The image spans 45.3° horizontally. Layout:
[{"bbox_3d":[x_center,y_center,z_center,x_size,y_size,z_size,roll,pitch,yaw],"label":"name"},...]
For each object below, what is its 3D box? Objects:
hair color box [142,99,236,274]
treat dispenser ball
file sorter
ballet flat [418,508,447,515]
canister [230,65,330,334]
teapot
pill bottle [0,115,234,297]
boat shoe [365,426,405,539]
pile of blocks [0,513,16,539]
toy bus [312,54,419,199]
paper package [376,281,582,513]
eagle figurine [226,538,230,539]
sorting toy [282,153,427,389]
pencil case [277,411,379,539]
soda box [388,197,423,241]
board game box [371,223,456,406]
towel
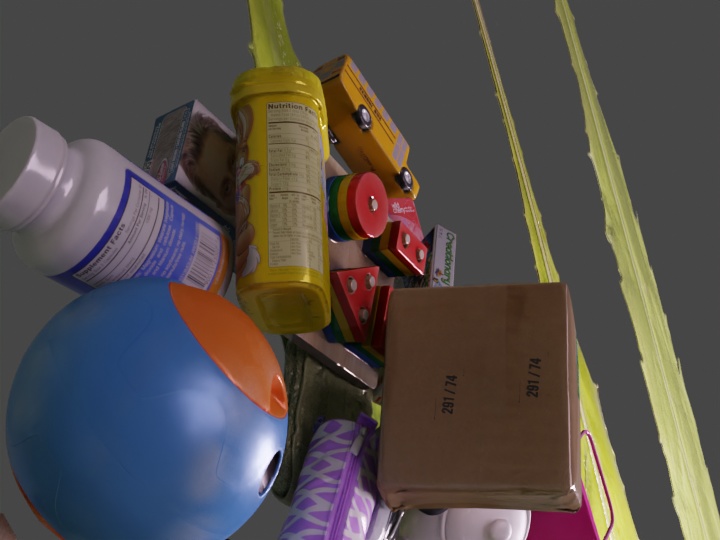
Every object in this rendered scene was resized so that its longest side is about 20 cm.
[{"bbox_3d":[-0.129,-0.067,0.878,0.200,0.060,0.102,40,44,-42],"label":"hair color box"},{"bbox_3d":[-0.151,0.107,0.625,0.200,0.198,0.204,32,50,-47],"label":"treat dispenser ball"},{"bbox_3d":[0.214,0.298,1.123,0.125,0.197,0.141,-17,90,-61],"label":"file sorter"},{"bbox_3d":[0.100,0.163,0.922,0.073,0.072,0.203,38,62,-43],"label":"ballet flat"},{"bbox_3d":[-0.070,-0.058,0.787,0.149,0.085,0.204,85,2,-69],"label":"canister"},{"bbox_3d":[0.124,0.270,0.975,0.195,0.145,0.203,21,81,-26],"label":"teapot"},{"bbox_3d":[-0.204,-0.033,0.693,0.199,0.111,0.114,37,46,-44],"label":"pill bottle"},{"bbox_3d":[0.015,0.255,0.881,0.071,0.071,0.201,55,51,-32],"label":"boat shoe"},{"bbox_3d":[-0.272,0.177,0.542,0.082,0.061,0.203,-65,137,-72],"label":"pile of blocks"},{"bbox_3d":[0.006,-0.177,1.144,0.201,0.064,0.079,52,35,-31],"label":"toy bus"},{"bbox_3d":[0.117,0.125,0.837,0.104,0.187,0.203,64,27,-61],"label":"paper package"},{"bbox_3d":[-0.131,0.309,0.663,0.153,0.149,0.200,-61,177,-3],"label":"eagle figurine"},{"bbox_3d":[0.000,0.000,0.931,0.199,0.069,0.203,41,52,-50],"label":"sorting toy"},{"bbox_3d":[-0.025,0.222,0.787,0.083,0.086,0.201,34,34,-12],"label":"pencil case"},{"bbox_3d":[0.005,-0.049,1.082,0.199,0.063,0.071,-11,85,-58],"label":"soda box"},{"bbox_3d":[0.065,0.053,1.052,0.034,0.126,0.202,27,42,-16],"label":"board game box"},{"bbox_3d":[-0.038,0.166,0.936,0.148,0.036,0.203,38,45,-45],"label":"towel"}]
